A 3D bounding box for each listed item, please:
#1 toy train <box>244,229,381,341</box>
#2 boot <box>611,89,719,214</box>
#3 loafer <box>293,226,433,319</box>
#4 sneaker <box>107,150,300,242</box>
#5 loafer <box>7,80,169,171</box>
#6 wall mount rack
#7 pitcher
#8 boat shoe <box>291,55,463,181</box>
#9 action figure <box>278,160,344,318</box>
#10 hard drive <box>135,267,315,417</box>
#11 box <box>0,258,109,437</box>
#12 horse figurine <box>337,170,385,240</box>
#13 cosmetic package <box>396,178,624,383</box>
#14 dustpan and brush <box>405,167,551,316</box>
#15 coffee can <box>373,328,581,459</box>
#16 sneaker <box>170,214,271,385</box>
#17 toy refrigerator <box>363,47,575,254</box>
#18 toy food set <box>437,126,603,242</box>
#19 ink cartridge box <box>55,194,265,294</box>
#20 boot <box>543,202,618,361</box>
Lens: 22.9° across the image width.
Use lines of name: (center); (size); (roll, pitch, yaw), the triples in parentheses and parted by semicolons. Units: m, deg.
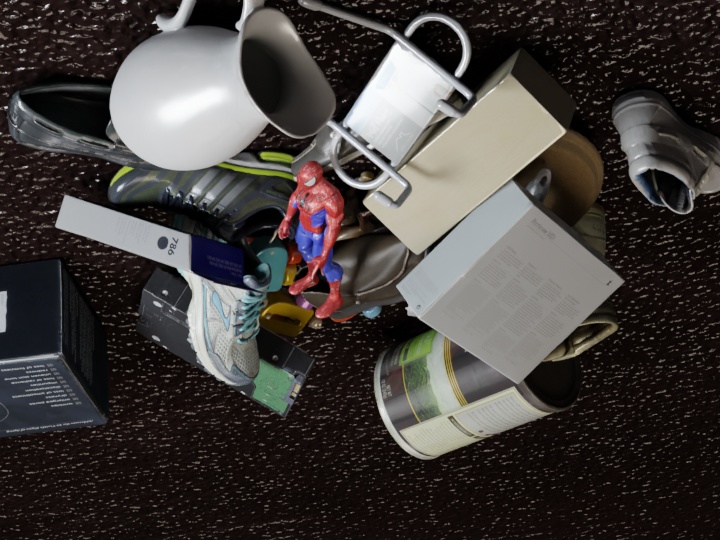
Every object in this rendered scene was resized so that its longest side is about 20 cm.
toy train: (-0.062, 0.001, 1.921); (0.150, 0.056, 0.200); (-35, 137, 3)
boot: (0.309, -0.094, 1.737); (0.073, 0.096, 0.200); (-23, 148, 32)
loafer: (0.000, 0.000, 1.785); (0.071, 0.073, 0.200); (16, 150, -31)
sneaker: (-0.146, -0.071, 1.730); (0.199, 0.081, 0.074); (-1, 152, -6)
loafer: (-0.219, -0.134, 1.609); (0.200, 0.068, 0.070); (6, 161, -11)
wall mount rack: (0.000, -0.155, 1.567); (0.174, 0.075, 0.200); (38, 124, 3)
pitcher: (-0.131, -0.176, 1.500); (0.121, 0.172, 0.200); (-25, -170, -42)
boat shoe: (0.007, -0.142, 1.657); (0.199, 0.057, 0.067); (-22, -172, 36)
action figure: (-0.045, -0.033, 1.693); (0.052, 0.065, 0.200); (-30, 147, -24)
hard drive: (-0.151, 0.080, 1.958); (0.199, 0.038, 0.140); (31, 157, 3)
box: (-0.398, 0.093, 1.963); (0.199, 0.124, 0.197); (-7, 151, 4)
horse figurine: (0.028, -0.043, 1.848); (0.199, 0.050, 0.133); (9, 144, -29)
cosmetic package: (0.147, 0.013, 1.705); (0.151, 0.052, 0.200); (-43, 141, 11)
dustpan and brush: (0.141, -0.020, 1.750); (0.139, 0.057, 0.201); (10, 114, -21)
coffee can: (0.136, 0.124, 2.078); (0.200, 0.147, 0.146); (-25, 146, 35)
sneaker: (-0.131, 0.029, 1.817); (0.086, 0.078, 0.201); (-3, 115, 28)
toy refrigerator: (0.100, -0.110, 1.643); (0.076, 0.070, 0.200); (43, 121, -11)
toy food set: (0.143, -0.083, 1.763); (0.199, 0.049, 0.198); (-23, 141, 16)
ink cartridge box: (-0.190, -0.026, 1.731); (0.199, 0.039, 0.099); (19, -179, 28)
boot: (0.176, 0.025, 1.882); (0.199, 0.155, 0.072); (-20, 150, 28)
